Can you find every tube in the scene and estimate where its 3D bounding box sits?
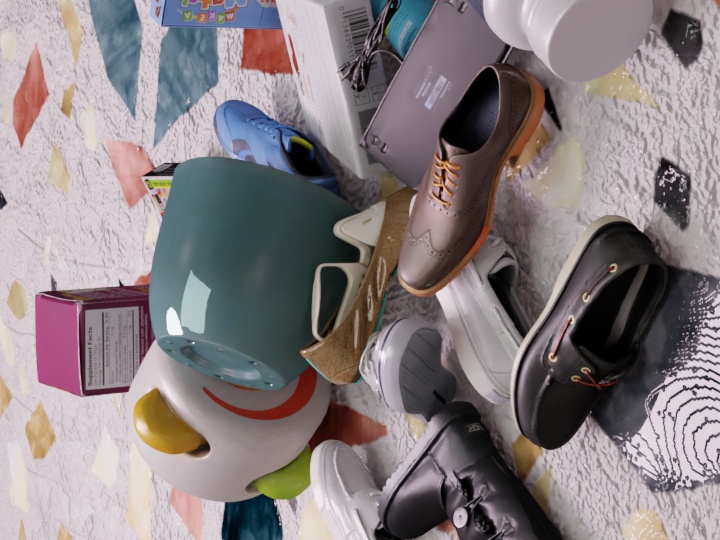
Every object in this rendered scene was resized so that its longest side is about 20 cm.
[{"bbox_3d":[0.076,-0.175,1.459,0.200,0.050,0.078,52,143,34],"label":"tube"}]

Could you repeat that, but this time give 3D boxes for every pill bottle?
[{"bbox_3d":[0.130,-0.237,1.289,0.200,0.119,0.120,56,138,38],"label":"pill bottle"}]

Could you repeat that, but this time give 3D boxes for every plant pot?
[{"bbox_3d":[-0.103,0.013,1.568,0.200,0.200,0.161,-12,54,58],"label":"plant pot"}]

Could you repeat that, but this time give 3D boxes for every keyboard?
[{"bbox_3d":[0.049,-0.168,1.436,0.127,0.021,0.200,41,132,12],"label":"keyboard"}]

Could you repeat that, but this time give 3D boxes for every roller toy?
[{"bbox_3d":[-0.130,0.120,1.686,0.140,0.200,0.183,123,152,-44],"label":"roller toy"}]

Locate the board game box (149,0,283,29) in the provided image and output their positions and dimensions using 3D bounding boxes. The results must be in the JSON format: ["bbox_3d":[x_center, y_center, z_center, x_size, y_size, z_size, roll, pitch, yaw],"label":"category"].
[{"bbox_3d":[-0.115,-0.332,1.644,0.037,0.151,0.200,42,128,50],"label":"board game box"}]

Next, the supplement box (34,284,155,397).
[{"bbox_3d":[-0.232,0.070,1.835,0.131,0.200,0.103,9,101,59],"label":"supplement box"}]

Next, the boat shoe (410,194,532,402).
[{"bbox_3d":[0.100,0.009,1.411,0.068,0.072,0.200,-33,53,25],"label":"boat shoe"}]

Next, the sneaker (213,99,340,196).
[{"bbox_3d":[-0.078,-0.123,1.685,0.200,0.066,0.079,50,141,37],"label":"sneaker"}]

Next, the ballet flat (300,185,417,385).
[{"bbox_3d":[0.000,0.000,1.497,0.200,0.072,0.068,-68,12,-6],"label":"ballet flat"}]

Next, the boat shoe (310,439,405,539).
[{"bbox_3d":[0.014,0.240,1.586,0.068,0.072,0.200,-39,55,34],"label":"boat shoe"}]

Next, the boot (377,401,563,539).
[{"bbox_3d":[0.100,0.237,1.453,0.200,0.066,0.165,55,139,34],"label":"boot"}]

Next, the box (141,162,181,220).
[{"bbox_3d":[-0.155,-0.060,1.810,0.200,0.035,0.110,4,122,58],"label":"box"}]

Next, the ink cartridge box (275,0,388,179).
[{"bbox_3d":[-0.022,-0.186,1.588,0.200,0.057,0.163,-125,21,-70],"label":"ink cartridge box"}]

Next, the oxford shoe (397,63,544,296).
[{"bbox_3d":[0.073,-0.075,1.363,0.071,0.073,0.200,27,97,30],"label":"oxford shoe"}]

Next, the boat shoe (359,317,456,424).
[{"bbox_3d":[0.029,0.084,1.436,0.067,0.200,0.074,23,74,18],"label":"boat shoe"}]

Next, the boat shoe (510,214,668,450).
[{"bbox_3d":[0.171,0.058,1.298,0.063,0.074,0.202,58,135,49],"label":"boat shoe"}]
